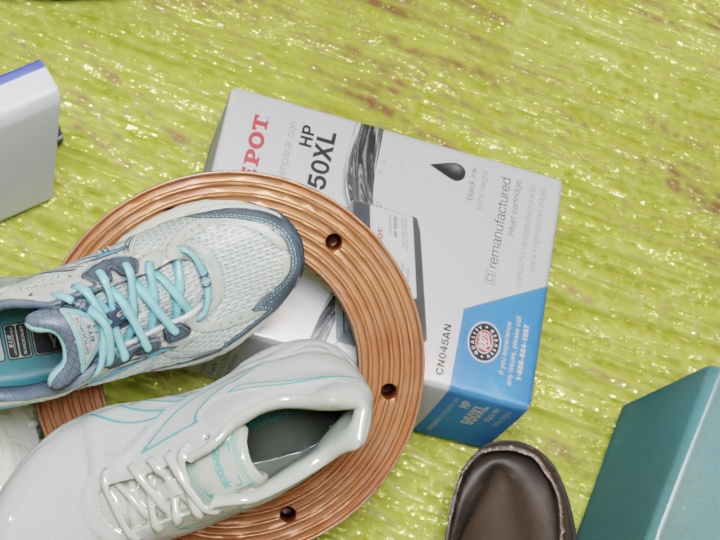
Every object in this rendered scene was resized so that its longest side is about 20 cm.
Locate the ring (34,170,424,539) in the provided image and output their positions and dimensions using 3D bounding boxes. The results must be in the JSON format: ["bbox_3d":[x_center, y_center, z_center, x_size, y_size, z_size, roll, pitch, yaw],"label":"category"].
[{"bbox_3d":[-0.066,0.049,0.746,0.199,0.019,0.202,-1,98,-7],"label":"ring"}]

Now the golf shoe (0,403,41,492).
[{"bbox_3d":[-0.191,0.076,0.753,0.091,0.075,0.200,-35,82,-27],"label":"golf shoe"}]

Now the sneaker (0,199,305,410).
[{"bbox_3d":[-0.118,0.027,0.684,0.199,0.086,0.078,-20,101,-2],"label":"sneaker"}]

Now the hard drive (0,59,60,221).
[{"bbox_3d":[-0.250,-0.031,0.745,0.199,0.132,0.025,-27,77,-22],"label":"hard drive"}]

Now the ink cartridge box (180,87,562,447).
[{"bbox_3d":[0.000,0.000,0.824,0.199,0.084,0.145,15,66,-8],"label":"ink cartridge box"}]

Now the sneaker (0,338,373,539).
[{"bbox_3d":[-0.085,0.091,0.690,0.200,0.080,0.071,-26,102,-9],"label":"sneaker"}]

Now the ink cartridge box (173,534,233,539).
[{"bbox_3d":[-0.061,0.191,0.762,0.199,0.037,0.095,9,67,-9],"label":"ink cartridge box"}]

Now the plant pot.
[{"bbox_3d":[0.183,0.181,0.777,0.141,0.141,0.201,29,73,-2],"label":"plant pot"}]

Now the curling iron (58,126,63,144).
[{"bbox_3d":[-0.262,-0.055,0.810,0.199,0.026,0.050,-16,77,-20],"label":"curling iron"}]

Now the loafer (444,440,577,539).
[{"bbox_3d":[0.073,0.178,0.758,0.073,0.071,0.201,-1,61,13],"label":"loafer"}]
